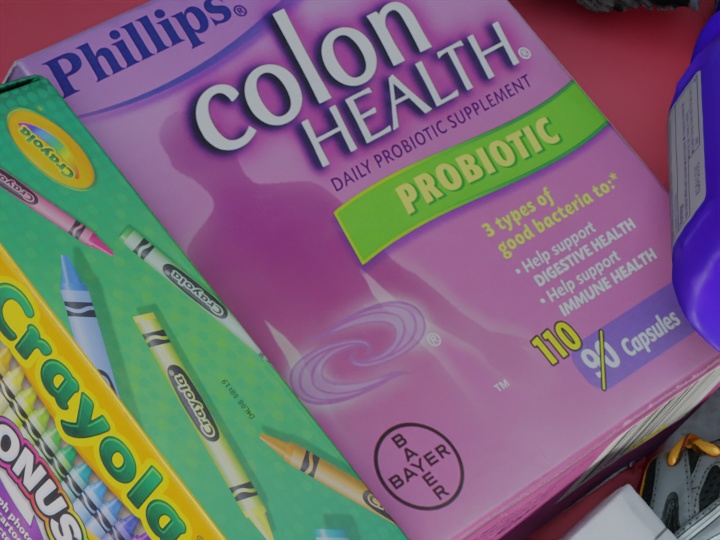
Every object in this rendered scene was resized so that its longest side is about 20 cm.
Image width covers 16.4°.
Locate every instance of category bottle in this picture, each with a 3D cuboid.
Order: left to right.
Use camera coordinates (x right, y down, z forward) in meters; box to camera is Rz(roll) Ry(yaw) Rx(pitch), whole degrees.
[{"bbox_3d":[0.142,-0.041,0.820,0.083,0.200,0.065,25,122,-12],"label":"bottle"}]

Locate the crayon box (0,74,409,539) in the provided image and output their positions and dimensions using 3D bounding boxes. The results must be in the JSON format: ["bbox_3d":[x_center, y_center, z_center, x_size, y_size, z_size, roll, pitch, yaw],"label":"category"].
[{"bbox_3d":[-0.079,0.058,0.736,0.058,0.119,0.200,-26,73,-47],"label":"crayon box"}]

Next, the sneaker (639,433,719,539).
[{"bbox_3d":[0.135,0.080,0.838,0.200,0.078,0.077,-43,73,-7],"label":"sneaker"}]

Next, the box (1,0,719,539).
[{"bbox_3d":[0.000,0.000,0.816,0.176,0.097,0.200,-29,74,-35],"label":"box"}]

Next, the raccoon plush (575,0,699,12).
[{"bbox_3d":[0.078,-0.183,0.868,0.200,0.097,0.134,27,67,-24],"label":"raccoon plush"}]

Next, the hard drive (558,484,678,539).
[{"bbox_3d":[0.101,0.181,0.755,0.132,0.027,0.200,-38,85,-30],"label":"hard drive"}]
